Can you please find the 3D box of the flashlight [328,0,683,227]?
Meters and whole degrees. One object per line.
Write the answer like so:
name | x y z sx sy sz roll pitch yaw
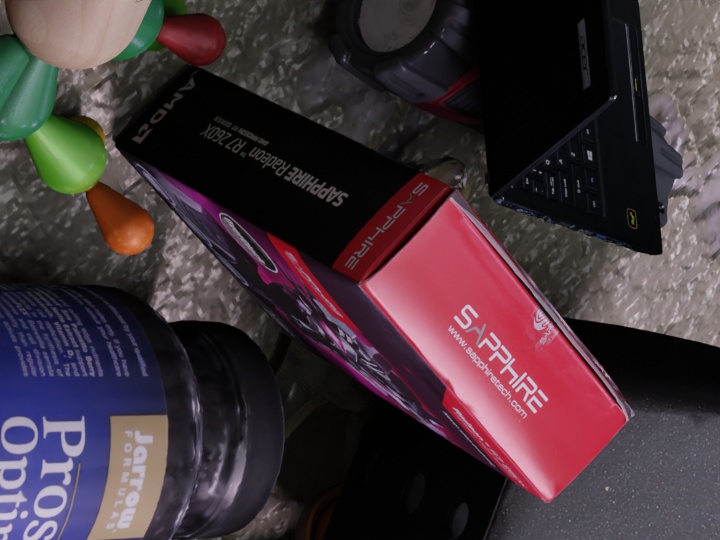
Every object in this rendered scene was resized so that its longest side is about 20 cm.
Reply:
flashlight | 0.067 -0.078 0.992 0.200 0.068 0.068 25 85 -51

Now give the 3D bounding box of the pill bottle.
pill bottle | -0.130 0.060 0.855 0.200 0.112 0.112 2 112 -42

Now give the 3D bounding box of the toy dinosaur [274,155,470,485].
toy dinosaur | -0.002 0.044 1.010 0.088 0.047 0.200 31 91 -32

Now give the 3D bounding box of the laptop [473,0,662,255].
laptop | 0.097 -0.115 0.895 0.200 0.103 0.178 16 67 -52

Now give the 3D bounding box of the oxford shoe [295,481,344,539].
oxford shoe | 0.049 0.127 1.070 0.200 0.071 0.072 9 74 -48

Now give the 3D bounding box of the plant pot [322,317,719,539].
plant pot | 0.094 0.117 0.955 0.177 0.199 0.201 20 92 -23

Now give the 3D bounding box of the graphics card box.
graphics card box | 0.000 0.000 0.860 0.051 0.200 0.126 -47 124 -8

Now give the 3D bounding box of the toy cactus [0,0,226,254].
toy cactus | -0.109 -0.063 0.786 0.200 0.102 0.165 -24 167 -42
